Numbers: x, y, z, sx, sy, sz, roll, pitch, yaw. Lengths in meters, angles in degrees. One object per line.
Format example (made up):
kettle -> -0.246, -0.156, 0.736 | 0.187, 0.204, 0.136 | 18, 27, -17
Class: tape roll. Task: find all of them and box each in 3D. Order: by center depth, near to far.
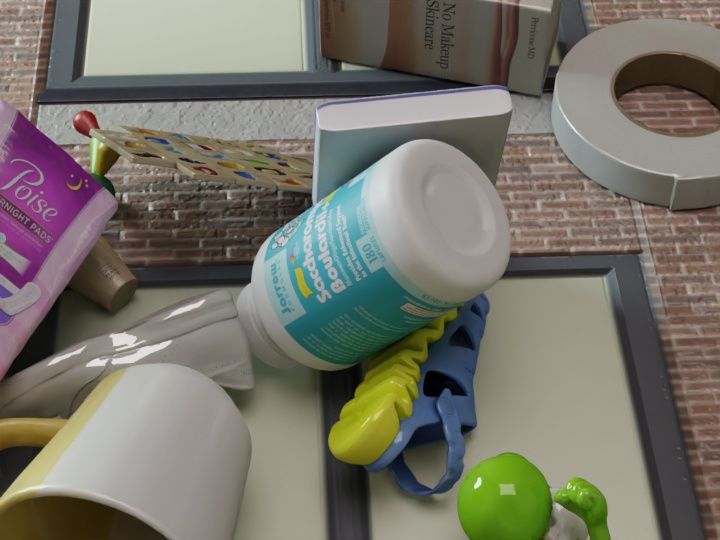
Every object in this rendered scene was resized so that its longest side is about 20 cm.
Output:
tape roll -> 0.259, -0.134, 1.327 | 0.202, 0.037, 0.203 | 1, 47, -1

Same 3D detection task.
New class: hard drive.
hard drive -> 0.031, -0.059, 1.142 | 0.131, 0.200, 0.025 | -6, 61, -7

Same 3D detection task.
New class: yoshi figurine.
yoshi figurine -> 0.124, 0.186, 0.982 | 0.112, 0.112, 0.200 | -25, 51, -23

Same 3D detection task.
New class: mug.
mug -> -0.155, 0.130, 1.005 | 0.186, 0.150, 0.153 | 30, 41, -6

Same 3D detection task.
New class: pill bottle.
pill bottle -> 0.000, 0.000, 1.091 | 0.111, 0.200, 0.111 | 24, 51, -33

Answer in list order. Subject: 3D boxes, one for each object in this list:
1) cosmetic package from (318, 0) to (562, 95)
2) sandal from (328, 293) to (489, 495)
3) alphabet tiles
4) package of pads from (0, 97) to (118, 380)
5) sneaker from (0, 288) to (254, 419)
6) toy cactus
cosmetic package -> 0.070, -0.228, 1.365 | 0.199, 0.104, 0.087 | 10, 50, 10
sandal -> 0.048, 0.085, 1.110 | 0.087, 0.079, 0.200 | 45, 44, -11
alphabet tiles -> -0.097, -0.083, 1.209 | 0.199, 0.006, 0.166 | 6, 14, -30
package of pads -> -0.262, -0.006, 1.080 | 0.120, 0.076, 0.200 | 42, 56, -19
sneaker -> -0.170, 0.086, 1.103 | 0.199, 0.075, 0.089 | -21, 94, -1
toy cactus -> -0.233, -0.038, 1.203 | 0.165, 0.102, 0.200 | 38, 48, 17
